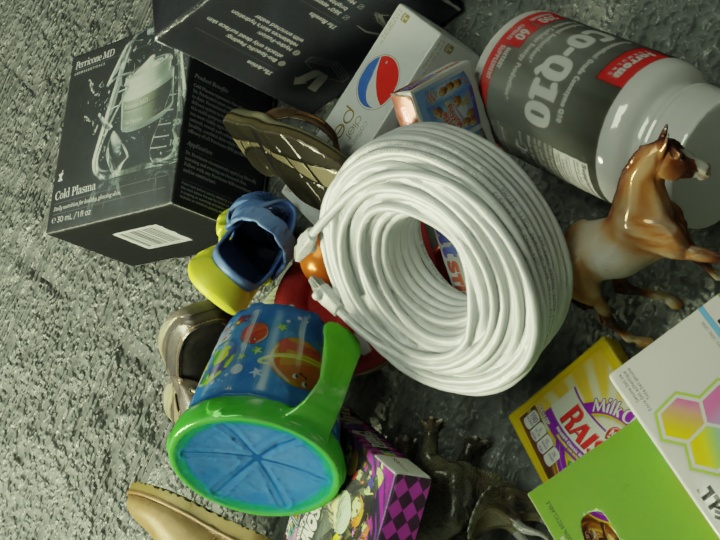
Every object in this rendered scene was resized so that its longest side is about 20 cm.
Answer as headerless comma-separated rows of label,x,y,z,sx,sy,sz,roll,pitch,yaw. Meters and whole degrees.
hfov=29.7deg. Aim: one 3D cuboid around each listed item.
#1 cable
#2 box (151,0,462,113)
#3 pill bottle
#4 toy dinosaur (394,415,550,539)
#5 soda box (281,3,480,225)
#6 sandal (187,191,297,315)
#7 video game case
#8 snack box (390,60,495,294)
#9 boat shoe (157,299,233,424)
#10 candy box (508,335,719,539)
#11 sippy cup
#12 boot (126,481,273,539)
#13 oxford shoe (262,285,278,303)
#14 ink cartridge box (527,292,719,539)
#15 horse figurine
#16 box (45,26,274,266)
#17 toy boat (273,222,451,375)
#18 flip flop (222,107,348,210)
cable,0.058,-0.006,0.968,0.200,0.069,0.200,46,140,13
box,-0.053,-0.262,1.214,0.199,0.196,0.118,-30,56,32
pill bottle,0.185,-0.112,0.996,0.200,0.114,0.114,32,98,45
toy dinosaur,0.050,0.180,1.047,0.199,0.077,0.103,-22,47,31
soda box,0.018,-0.126,1.194,0.201,0.063,0.068,-57,46,13
sandal,-0.086,-0.030,1.201,0.087,0.079,0.200,-44,12,17
video game case,-0.016,0.224,1.059,0.181,0.036,0.201,-150,74,-67
snack box,0.083,-0.051,1.023,0.024,0.072,0.201,-1,113,48
boat shoe,-0.133,0.098,1.204,0.074,0.074,0.200,60,160,28
candy box,0.187,0.154,0.962,0.102,0.026,0.201,-42,51,20
sippy cup,-0.072,0.102,1.063,0.177,0.140,0.131,-6,46,18
boot,-0.176,0.296,1.163,0.174,0.066,0.201,16,71,36
oxford shoe,-0.067,0.098,1.203,0.075,0.058,0.201,-48,33,34
ink cartridge box,0.209,0.133,0.881,0.200,0.076,0.148,-37,51,8
horse figurine,0.190,-0.009,0.934,0.200,0.132,0.050,-34,29,55
box,-0.197,-0.125,1.356,0.199,0.124,0.198,-10,67,41
toy boat,0.000,0.000,1.118,0.200,0.130,0.131,-35,54,29
flip flop,-0.053,-0.108,1.167,0.057,0.081,0.200,-36,29,-16
